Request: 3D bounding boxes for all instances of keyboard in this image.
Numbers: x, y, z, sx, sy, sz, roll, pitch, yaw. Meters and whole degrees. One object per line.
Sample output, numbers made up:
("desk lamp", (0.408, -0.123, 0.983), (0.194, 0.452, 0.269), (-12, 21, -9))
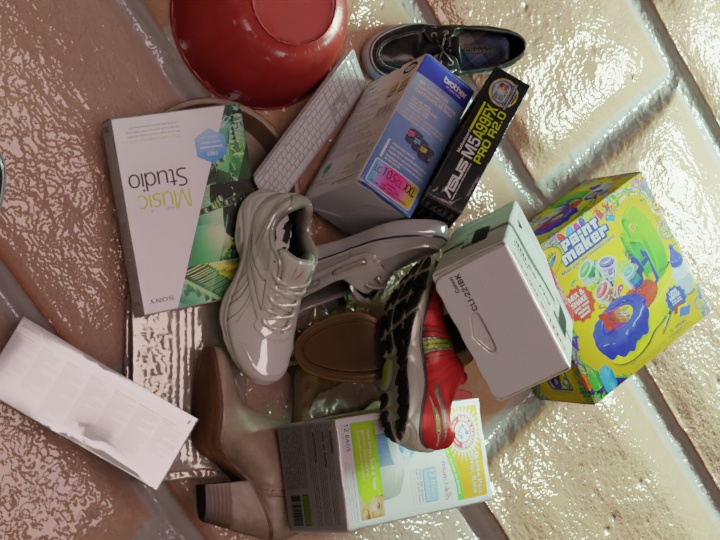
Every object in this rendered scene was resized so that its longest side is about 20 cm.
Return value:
("keyboard", (-0.052, -0.151, 1.430), (0.200, 0.011, 0.056), (-56, 140, -26))

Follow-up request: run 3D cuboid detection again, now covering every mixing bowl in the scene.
("mixing bowl", (-0.089, -0.276, 1.398), (0.199, 0.108, 0.202), (1, 88, -26))

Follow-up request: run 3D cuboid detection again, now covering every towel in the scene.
("towel", (-0.180, 0.120, 1.388), (0.132, 0.034, 0.202), (1, 88, -27))

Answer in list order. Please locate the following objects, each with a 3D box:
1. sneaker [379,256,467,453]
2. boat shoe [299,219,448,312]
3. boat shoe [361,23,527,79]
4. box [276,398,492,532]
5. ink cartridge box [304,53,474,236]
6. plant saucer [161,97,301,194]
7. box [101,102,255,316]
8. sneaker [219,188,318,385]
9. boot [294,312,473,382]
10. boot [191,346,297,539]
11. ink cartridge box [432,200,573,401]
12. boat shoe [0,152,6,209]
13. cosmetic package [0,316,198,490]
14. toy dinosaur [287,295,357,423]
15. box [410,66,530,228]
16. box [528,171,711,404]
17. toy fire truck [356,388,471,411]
("sneaker", (0.068, 0.086, 1.328), (0.084, 0.077, 0.201), (18, 65, -26))
("boat shoe", (0.000, 0.000, 1.386), (0.199, 0.072, 0.066), (-14, 70, 10))
("boat shoe", (0.101, -0.249, 1.511), (0.199, 0.066, 0.070), (-2, 90, -26))
("box", (0.027, 0.198, 1.366), (0.199, 0.101, 0.113), (-3, 83, -39))
("ink cartridge box", (0.036, -0.146, 1.431), (0.076, 0.136, 0.201), (34, 68, -21))
("plant saucer", (-0.158, -0.081, 1.405), (0.199, 0.029, 0.202), (0, 89, -25))
("box", (-0.177, -0.064, 1.359), (0.143, 0.036, 0.202), (-12, 95, -27))
("sneaker", (-0.086, 0.014, 1.327), (0.077, 0.099, 0.202), (4, 86, -33))
("boot", (0.029, 0.096, 1.433), (0.198, 0.155, 0.074), (-3, 75, -2))
("boot", (-0.097, 0.179, 1.373), (0.145, 0.070, 0.202), (1, 92, -28))
("ink cartridge box", (0.150, 0.026, 1.356), (0.083, 0.200, 0.145), (-26, 98, 16))
("boat shoe", (-0.395, -0.035, 1.268), (0.073, 0.068, 0.200), (34, 75, -21))
("cosmetic package", (-0.267, 0.131, 1.313), (0.199, 0.051, 0.083), (32, 82, -8))
("toy dinosaur", (-0.059, 0.104, 1.433), (0.101, 0.058, 0.201), (26, 78, -24))
("box", (0.107, -0.114, 1.438), (0.044, 0.200, 0.161), (30, 77, -1))
("box", (0.268, 0.020, 1.556), (0.200, 0.122, 0.193), (-35, 102, -22))
("toy fire truck", (0.026, 0.196, 1.476), (0.199, 0.049, 0.142), (3, 86, -24))
